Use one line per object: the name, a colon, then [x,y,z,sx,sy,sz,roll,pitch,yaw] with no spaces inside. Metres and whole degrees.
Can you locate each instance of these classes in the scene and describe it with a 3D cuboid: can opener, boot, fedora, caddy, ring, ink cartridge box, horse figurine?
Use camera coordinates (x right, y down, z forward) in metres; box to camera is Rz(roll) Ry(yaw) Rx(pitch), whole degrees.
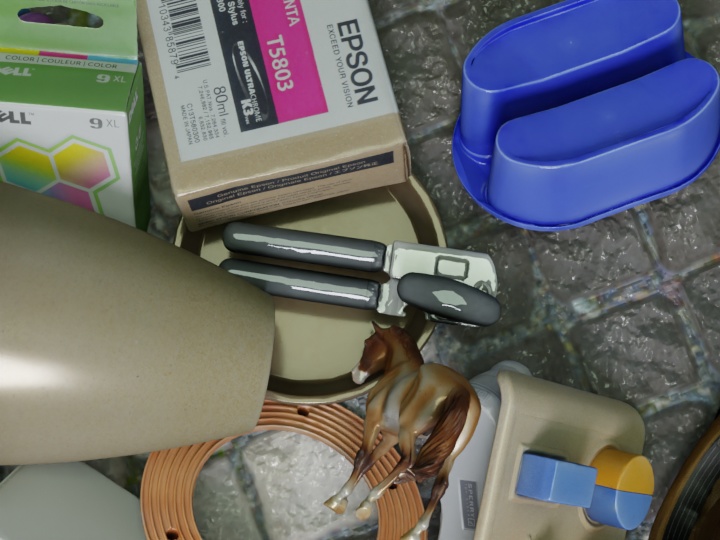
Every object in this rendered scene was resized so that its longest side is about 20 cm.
can opener: [0.000,0.000,1.028,0.199,0.066,0.053,9,83,4]
boot: [0.097,0.164,1.031,0.073,0.096,0.201,9,109,29]
fedora: [0.267,0.155,0.971,0.082,0.201,0.201,33,85,-4]
caddy: [0.161,-0.110,1.052,0.199,0.105,0.142,-19,61,-2]
ring: [-0.052,0.165,1.011,0.200,0.019,0.201,10,47,-11]
ink cartridge box: [-0.200,-0.092,1.001,0.103,0.200,0.059,5,45,0]
horse figurine: [0.029,0.101,0.949,0.050,0.200,0.133,31,80,-15]
ink cartridge box: [-0.067,-0.146,1.047,0.164,0.075,0.201,-15,72,-2]

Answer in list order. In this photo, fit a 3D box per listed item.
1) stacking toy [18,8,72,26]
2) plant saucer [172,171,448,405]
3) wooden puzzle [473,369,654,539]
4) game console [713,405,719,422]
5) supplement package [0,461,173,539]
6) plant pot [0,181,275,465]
stacking toy: [-0.302,-0.184,1.066,0.200,0.085,0.085,32,85,6]
plant saucer: [-0.036,-0.002,1.070,0.199,0.029,0.201,0,83,-1]
wooden puzzle: [0.140,0.178,0.989,0.046,0.185,0.201,2,80,39]
game console: [0.317,0.179,1.015,0.175,0.116,0.200,23,84,2]
supplement package: [-0.173,0.229,0.985,0.200,0.117,0.117,33,116,2]
plant pot: [-0.163,0.048,0.977,0.199,0.187,0.188,9,84,-12]
